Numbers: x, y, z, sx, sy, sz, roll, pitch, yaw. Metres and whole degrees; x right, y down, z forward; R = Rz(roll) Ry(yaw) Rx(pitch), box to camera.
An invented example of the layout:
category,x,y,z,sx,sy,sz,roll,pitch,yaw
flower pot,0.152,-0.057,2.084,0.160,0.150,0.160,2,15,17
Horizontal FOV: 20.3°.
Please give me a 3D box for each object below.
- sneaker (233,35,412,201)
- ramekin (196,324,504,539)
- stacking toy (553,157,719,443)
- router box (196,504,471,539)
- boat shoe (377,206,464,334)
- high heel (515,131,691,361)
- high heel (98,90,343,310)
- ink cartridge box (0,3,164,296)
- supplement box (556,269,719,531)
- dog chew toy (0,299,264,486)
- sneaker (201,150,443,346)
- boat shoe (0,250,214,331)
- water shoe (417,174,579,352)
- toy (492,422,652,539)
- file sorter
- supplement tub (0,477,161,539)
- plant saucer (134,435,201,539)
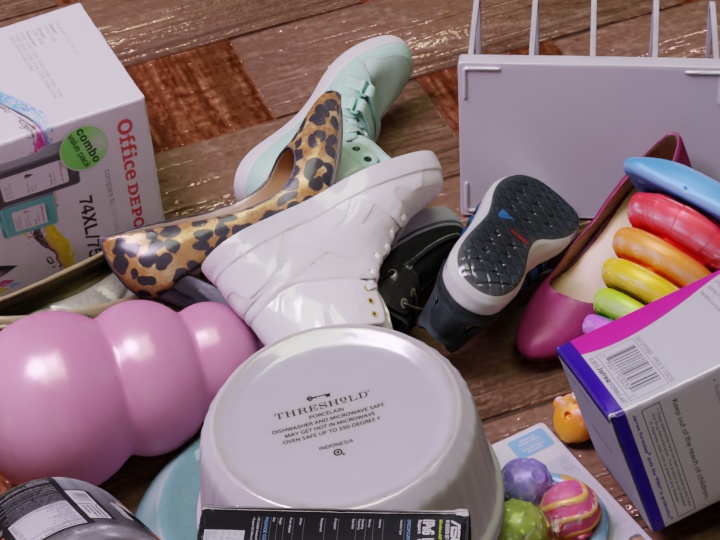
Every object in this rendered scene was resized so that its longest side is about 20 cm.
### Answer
category,x,y,z,sx,sy,sz,roll,pitch,yaw
sneaker,0.006,-0.101,1.585,0.118,0.074,0.201,22,57,35
ramekin,-0.010,0.121,1.257,0.201,0.095,0.203,-5,44,4
stacking toy,0.196,0.035,1.389,0.116,0.110,0.201,29,83,33
router box,-0.009,0.213,1.139,0.149,0.201,0.062,0,49,5
boat shoe,0.009,0.027,1.450,0.199,0.070,0.066,-31,56,-26
high heel,0.174,-0.019,1.463,0.067,0.097,0.200,22,48,27
high heel,-0.097,-0.062,1.465,0.142,0.071,0.201,24,78,-14
ink cartridge box,-0.270,-0.083,1.535,0.199,0.147,0.146,-21,43,-17
supplement box,0.246,0.067,1.313,0.199,0.104,0.101,-26,29,-3
dog chew toy,-0.159,0.077,1.366,0.199,0.125,0.125,-15,42,-17
sneaker,0.000,0.000,1.400,0.199,0.074,0.116,-29,73,-28
boat shoe,-0.187,0.013,1.482,0.200,0.063,0.073,-26,46,-23
water shoe,0.095,-0.009,1.473,0.071,0.079,0.200,42,32,6
toy,0.124,0.166,1.295,0.115,0.047,0.200,-22,45,-20
file sorter,0.180,-0.132,1.562,0.198,0.139,0.125,2,39,7
supplement tub,-0.163,0.196,1.171,0.122,0.123,0.200,-19,12,-16
plant saucer,-0.058,0.159,1.321,0.198,0.036,0.201,-5,43,5
